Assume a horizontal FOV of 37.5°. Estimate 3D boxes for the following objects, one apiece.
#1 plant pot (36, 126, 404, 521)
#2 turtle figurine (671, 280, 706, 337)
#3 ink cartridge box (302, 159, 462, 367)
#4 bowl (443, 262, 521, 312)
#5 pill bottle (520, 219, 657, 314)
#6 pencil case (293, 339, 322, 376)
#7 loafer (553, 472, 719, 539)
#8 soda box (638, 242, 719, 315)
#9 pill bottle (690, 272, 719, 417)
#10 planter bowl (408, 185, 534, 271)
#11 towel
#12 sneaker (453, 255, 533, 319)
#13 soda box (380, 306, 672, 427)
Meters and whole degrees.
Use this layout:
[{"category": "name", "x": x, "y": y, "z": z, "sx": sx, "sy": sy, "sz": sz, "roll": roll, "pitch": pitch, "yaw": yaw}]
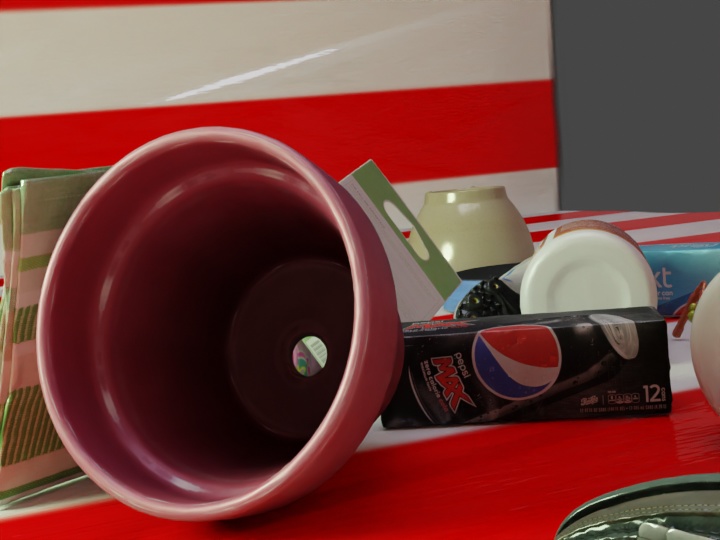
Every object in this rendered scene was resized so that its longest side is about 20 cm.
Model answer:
[{"category": "plant pot", "x": -0.058, "y": 0.038, "z": 0.621, "sx": 0.196, "sy": 0.205, "sz": 0.179, "roll": -3, "pitch": -10, "yaw": 18}, {"category": "turtle figurine", "x": 0.322, "y": 0.025, "z": 0.854, "sx": 0.200, "sy": 0.065, "sz": 0.161, "roll": -43, "pitch": -5, "yaw": 34}, {"category": "ink cartridge box", "x": 0.000, "y": 0.000, "z": 0.888, "sx": 0.048, "sy": 0.146, "sz": 0.200, "roll": -35, "pitch": 3, "yaw": 29}, {"category": "bowl", "x": 0.196, "y": 0.018, "z": 1.280, "sx": 0.196, "sy": 0.040, "sz": 0.201, "roll": -5, "pitch": 6, "yaw": 1}, {"category": "pill bottle", "x": 0.201, "y": 0.013, "z": 0.935, "sx": 0.110, "sy": 0.115, "sz": 0.200, "roll": -4, "pitch": 6, "yaw": 13}, {"category": "pencil case", "x": -0.037, "y": 0.056, "z": 0.908, "sx": 0.086, "sy": 0.089, "sz": 0.199, "roll": -2, "pitch": 7, "yaw": 30}, {"category": "loafer", "x": 0.137, "y": 0.105, "z": 0.300, "sx": 0.197, "sy": 0.073, "sz": 0.063, "roll": 1, "pitch": 14, "yaw": 34}, {"category": "soda box", "x": 0.350, "y": 0.008, "z": 1.075, "sx": 0.197, "sy": 0.069, "sz": 0.064, "roll": -2, "pitch": 7, "yaw": 34}, {"category": "pill bottle", "x": 0.293, "y": 0.032, "z": 0.644, "sx": 0.111, "sy": 0.115, "sz": 0.198, "roll": 0, "pitch": 8, "yaw": 44}, {"category": "planter bowl", "x": 0.156, "y": -0.052, "z": 1.539, "sx": 0.196, "sy": 0.138, "sz": 0.200, "roll": -6, "pitch": 6, "yaw": 1}, {"category": "towel", "x": -0.160, "y": 0.033, "z": 0.650, "sx": 0.023, "sy": 0.204, "sz": 0.151, "roll": 22, "pitch": 21, "yaw": 35}, {"category": "sneaker", "x": 0.152, "y": 0.037, "z": 1.056, "sx": 0.199, "sy": 0.072, "sz": 0.073, "roll": -23, "pitch": -22, "yaw": -48}, {"category": "soda box", "x": 0.112, "y": 0.066, "z": 0.738, "sx": 0.196, "sy": 0.065, "sz": 0.071, "roll": -5, "pitch": 5, "yaw": 10}]
